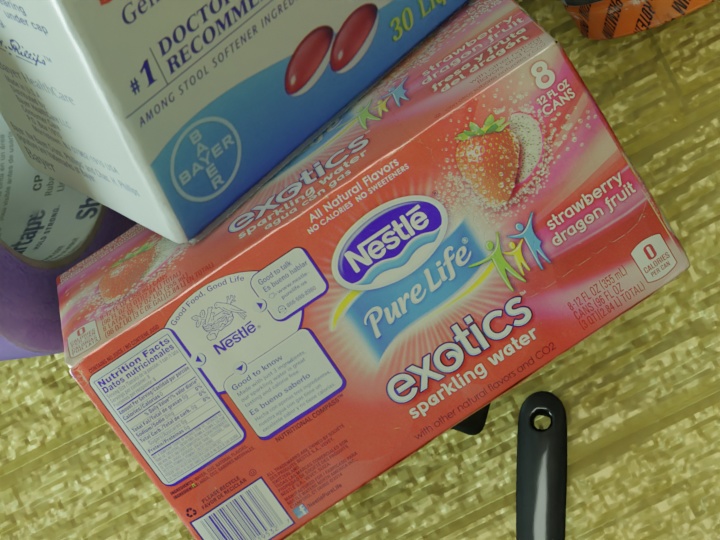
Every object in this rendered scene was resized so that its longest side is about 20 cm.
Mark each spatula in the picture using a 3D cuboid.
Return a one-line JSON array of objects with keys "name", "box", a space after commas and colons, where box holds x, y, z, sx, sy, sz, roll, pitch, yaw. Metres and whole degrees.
[{"name": "spatula", "box": [0.072, 0.149, 0.885, 0.056, 0.021, 0.202, 1, 86, 10]}]

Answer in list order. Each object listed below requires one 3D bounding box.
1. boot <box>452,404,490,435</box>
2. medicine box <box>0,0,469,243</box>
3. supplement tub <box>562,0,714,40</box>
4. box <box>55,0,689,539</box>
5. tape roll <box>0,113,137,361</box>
[{"name": "boot", "box": [-0.024, -0.018, 0.890, 0.199, 0.072, 0.145, 26, 93, 7]}, {"name": "medicine box", "box": [-0.060, -0.148, 0.759, 0.182, 0.201, 0.103, -42, 42, -20]}, {"name": "supplement tub", "box": [0.082, -0.196, 0.830, 0.122, 0.123, 0.201, -25, 105, 8]}, {"name": "box", "box": [0.000, 0.000, 0.798, 0.199, 0.095, 0.103, -34, 112, 3]}, {"name": "tape roll", "box": [-0.161, -0.064, 0.843, 0.084, 0.200, 0.202, -7, 86, 21]}]
